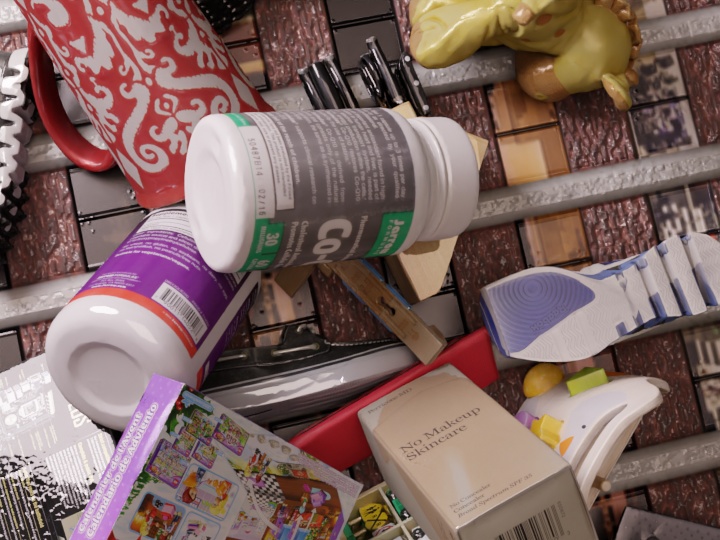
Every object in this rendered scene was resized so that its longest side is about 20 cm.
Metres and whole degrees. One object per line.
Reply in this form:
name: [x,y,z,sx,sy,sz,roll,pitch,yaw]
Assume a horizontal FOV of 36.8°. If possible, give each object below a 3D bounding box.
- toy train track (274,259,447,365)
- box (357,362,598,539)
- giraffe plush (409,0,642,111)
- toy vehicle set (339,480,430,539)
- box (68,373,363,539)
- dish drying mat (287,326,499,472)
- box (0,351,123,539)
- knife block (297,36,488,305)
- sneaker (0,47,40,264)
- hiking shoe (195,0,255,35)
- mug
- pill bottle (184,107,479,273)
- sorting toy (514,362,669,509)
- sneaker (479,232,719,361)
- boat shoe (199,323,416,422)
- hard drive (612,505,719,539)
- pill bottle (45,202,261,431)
toy train track: [0.000,0.000,0.903,0.200,0.032,0.115,45,113,21]
box: [0.079,0.151,0.794,0.095,0.200,0.078,-28,112,-12]
giraffe plush: [0.160,-0.212,0.916,0.162,0.200,0.173,35,69,-33]
toy vehicle set: [0.056,0.213,0.825,0.124,0.200,0.027,-27,111,-7]
box: [-0.095,0.175,0.754,0.200,0.039,0.137,39,70,-41]
dish drying mat: [0.025,0.117,0.899,0.199,0.077,0.018,-30,50,-9]
box: [-0.244,0.179,0.819,0.163,0.086,0.201,-25,67,-3]
knife block: [0.010,-0.089,0.920,0.175,0.064,0.201,19,83,-3]
sneaker: [-0.319,-0.092,0.889,0.090,0.066,0.201,7,79,-2]
hiking shoe: [-0.128,-0.268,0.931,0.199,0.076,0.101,-28,70,-10]
mug: [-0.190,-0.156,0.838,0.177,0.134,0.200,-29,117,6]
pill bottle: [-0.019,-0.063,0.801,0.199,0.113,0.114,-7,84,-27]
sorting toy: [0.173,0.148,0.851,0.107,0.180,0.200,32,81,-2]
sneaker: [0.199,0.032,0.901,0.198,0.115,0.081,-14,79,-4]
boat shoe: [-0.053,0.076,0.890,0.199,0.072,0.071,-11,70,-15]
hard drive: [0.255,0.309,0.911,0.134,0.042,0.201,14,83,-4]
pill bottle: [-0.146,0.023,0.825,0.112,0.200,0.113,8,123,13]
